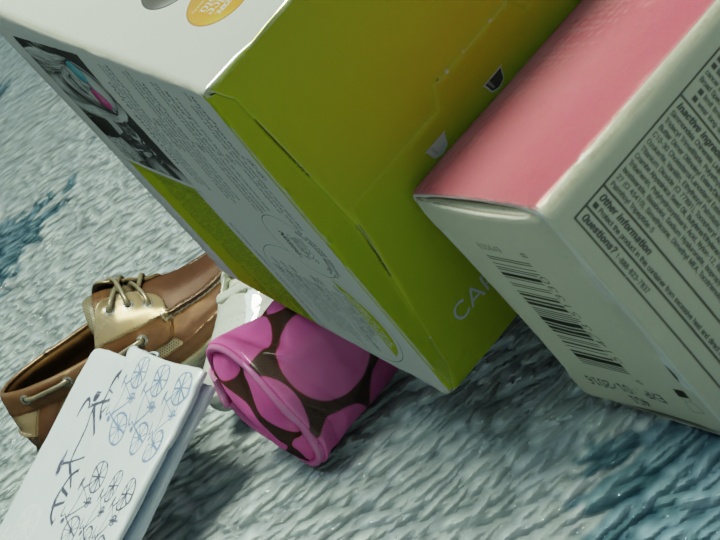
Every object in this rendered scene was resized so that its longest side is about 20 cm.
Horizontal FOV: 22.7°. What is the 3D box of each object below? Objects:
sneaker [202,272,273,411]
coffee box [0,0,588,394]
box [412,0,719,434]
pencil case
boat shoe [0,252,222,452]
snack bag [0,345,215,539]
[{"bbox_3d":[-0.048,-0.007,1.026,0.076,0.081,0.200,-18,34,44],"label":"sneaker"},{"bbox_3d":[-0.002,-0.103,0.798,0.200,0.200,0.198,-49,39,-13],"label":"coffee box"},{"bbox_3d":[0.142,-0.055,0.708,0.200,0.128,0.109,-48,22,-13],"label":"box"},{"bbox_3d":[0.000,0.000,0.920,0.093,0.091,0.200,23,63,32],"label":"pencil case"},{"bbox_3d":[-0.140,0.039,1.112,0.200,0.072,0.076,-42,21,3],"label":"boat shoe"},{"bbox_3d":[-0.159,0.127,0.988,0.189,0.021,0.200,-64,24,-7],"label":"snack bag"}]
